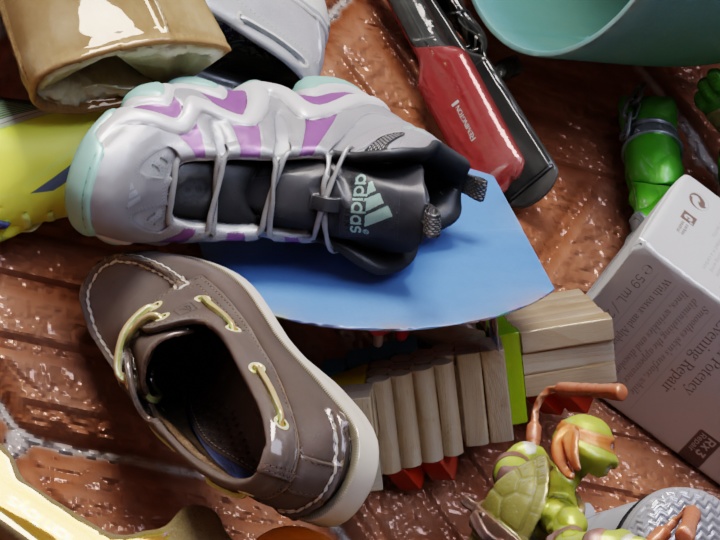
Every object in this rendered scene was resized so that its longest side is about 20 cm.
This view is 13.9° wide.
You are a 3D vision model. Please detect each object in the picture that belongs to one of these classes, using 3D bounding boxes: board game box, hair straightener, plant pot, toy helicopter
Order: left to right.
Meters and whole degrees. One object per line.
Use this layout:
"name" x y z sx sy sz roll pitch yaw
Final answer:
"toy helicopter" -0.110 0.138 1.236 0.200 0.079 0.132 32 50 11
"board game box" 0.000 0.000 1.409 0.158 0.039 0.200 -2 25 -10
"hair straightener" 0.049 -0.113 1.581 0.077 0.041 0.200 14 37 -53
"plant pot" 0.175 -0.199 1.587 0.161 0.201 0.201 9 49 -33

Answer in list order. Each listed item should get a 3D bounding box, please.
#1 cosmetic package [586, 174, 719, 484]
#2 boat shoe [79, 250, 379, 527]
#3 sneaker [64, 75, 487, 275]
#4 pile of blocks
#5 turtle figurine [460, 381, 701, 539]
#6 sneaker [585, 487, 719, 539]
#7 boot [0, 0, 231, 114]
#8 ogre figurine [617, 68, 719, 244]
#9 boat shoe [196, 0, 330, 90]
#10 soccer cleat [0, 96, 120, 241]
"cosmetic package" 0.206 0.056 1.480 0.200 0.102 0.074 37 43 2
"boat shoe" -0.070 0.043 1.285 0.059 0.072 0.200 19 16 -44
"sneaker" -0.024 -0.038 1.337 0.140 0.078 0.200 26 30 38
"pile of blocks" 0.037 0.064 1.402 0.200 0.082 0.062 -16 108 -32
"turtle figurine" 0.071 0.125 1.264 0.064 0.162 0.200 25 7 -21
"sneaker" 0.115 0.196 1.319 0.075 0.115 0.200 6 84 -28
"boot" -0.106 -0.174 1.403 0.175 0.066 0.200 -15 60 -17
"ogre figurine" 0.226 -0.033 1.569 0.200 0.098 0.120 27 49 -2
"boat shoe" -0.108 -0.133 1.470 0.200 0.072 0.069 25 43 -26
"soccer cleat" -0.157 -0.045 1.370 0.200 0.065 0.084 10 73 -30
